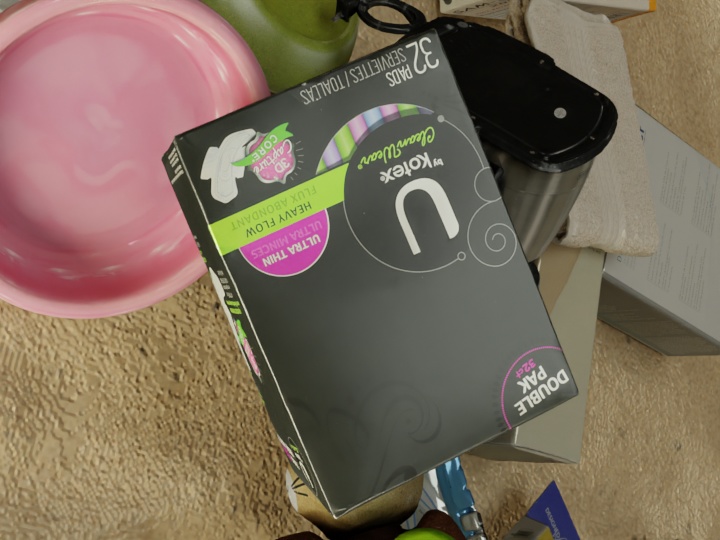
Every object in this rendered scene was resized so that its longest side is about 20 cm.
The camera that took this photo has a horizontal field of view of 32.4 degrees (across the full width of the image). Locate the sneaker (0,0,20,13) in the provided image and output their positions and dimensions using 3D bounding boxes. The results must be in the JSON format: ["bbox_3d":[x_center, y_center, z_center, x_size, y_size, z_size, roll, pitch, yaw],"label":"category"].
[{"bbox_3d":[-0.154,-0.164,0.741,0.198,0.077,0.093,13,73,-42],"label":"sneaker"}]

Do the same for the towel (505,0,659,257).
[{"bbox_3d":[0.171,-0.111,0.937,0.131,0.034,0.203,6,70,-45],"label":"towel"}]

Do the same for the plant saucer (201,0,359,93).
[{"bbox_3d":[-0.058,-0.213,0.813,0.199,0.031,0.203,31,50,-44],"label":"plant saucer"}]

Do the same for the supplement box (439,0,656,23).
[{"bbox_3d":[0.152,-0.273,1.015,0.198,0.073,0.128,-4,89,-41],"label":"supplement box"}]

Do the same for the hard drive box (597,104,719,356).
[{"bbox_3d":[0.252,-0.031,1.080,0.199,0.076,0.158,27,69,-37],"label":"hard drive box"}]

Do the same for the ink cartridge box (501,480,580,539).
[{"bbox_3d":[0.141,0.299,0.931,0.199,0.047,0.200,-37,109,-34],"label":"ink cartridge box"}]

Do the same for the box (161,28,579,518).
[{"bbox_3d":[0.000,0.000,0.659,0.147,0.124,0.202,-23,96,-10],"label":"box"}]

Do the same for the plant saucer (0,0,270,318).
[{"bbox_3d":[-0.147,-0.071,0.702,0.198,0.051,0.203,-16,125,-23],"label":"plant saucer"}]

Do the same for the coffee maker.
[{"bbox_3d":[0.058,-0.055,0.837,0.133,0.193,0.202,-15,140,-31],"label":"coffee maker"}]

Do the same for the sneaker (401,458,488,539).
[{"bbox_3d":[0.031,0.137,0.880,0.085,0.075,0.203,-15,77,2],"label":"sneaker"}]

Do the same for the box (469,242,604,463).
[{"bbox_3d":[0.124,0.041,0.950,0.077,0.094,0.203,20,72,-38],"label":"box"}]

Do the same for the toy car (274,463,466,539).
[{"bbox_3d":[-0.019,0.142,0.781,0.155,0.165,0.203,-14,69,-5],"label":"toy car"}]
